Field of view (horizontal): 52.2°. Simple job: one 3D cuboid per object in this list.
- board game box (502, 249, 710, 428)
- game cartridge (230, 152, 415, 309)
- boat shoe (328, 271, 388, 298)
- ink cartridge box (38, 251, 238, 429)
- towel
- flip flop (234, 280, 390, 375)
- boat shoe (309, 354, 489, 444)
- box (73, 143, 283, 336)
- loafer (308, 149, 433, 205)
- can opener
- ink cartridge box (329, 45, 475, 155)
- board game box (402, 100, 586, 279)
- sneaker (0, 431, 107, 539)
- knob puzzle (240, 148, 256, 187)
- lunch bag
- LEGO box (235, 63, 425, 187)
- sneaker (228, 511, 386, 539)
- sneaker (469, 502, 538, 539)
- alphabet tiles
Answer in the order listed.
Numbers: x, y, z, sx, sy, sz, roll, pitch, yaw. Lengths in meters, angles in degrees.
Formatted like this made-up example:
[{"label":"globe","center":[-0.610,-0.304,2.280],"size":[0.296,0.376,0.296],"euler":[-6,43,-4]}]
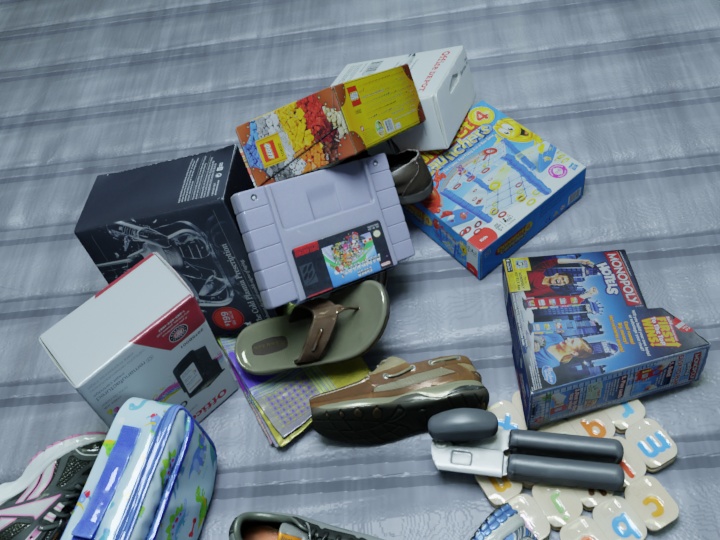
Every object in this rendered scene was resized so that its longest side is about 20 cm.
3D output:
[{"label":"board game box","center":[0.268,0.069,0.820],"size":[0.194,0.063,0.203],"euler":[-3,44,4]},{"label":"game cartridge","center":[-0.035,-0.046,0.818],"size":[0.197,0.038,0.132],"euler":[-20,89,-31]},{"label":"boat shoe","center":[0.000,0.000,0.923],"size":[0.073,0.074,0.204],"euler":[2,59,16]},{"label":"ink cartridge box","center":[-0.229,0.103,0.803],"size":[0.145,0.202,0.082],"euler":[-40,59,-20]},{"label":"towel","center":[-0.084,0.103,0.890],"size":[0.142,0.023,0.201],"euler":[-29,54,-12]},{"label":"flip flop","center":[-0.059,0.066,0.827],"size":[0.196,0.058,0.083],"euler":[-16,69,14]},{"label":"boat shoe","center":[0.041,0.138,0.815],"size":[0.195,0.077,0.075],"euler":[-6,45,-5]},{"label":"box","center":[-0.202,-0.022,0.877],"size":[0.178,0.202,0.106],"euler":[-10,42,11]},{"label":"loafer","center":[-0.008,-0.119,0.920],"size":[0.195,0.072,0.074],"euler":[-10,43,1]},{"label":"can opener","center":[0.165,0.179,0.741],"size":[0.195,0.068,0.054],"euler":[3,52,14]},{"label":"ink cartridge box","center":[0.049,-0.236,1.043],"size":[0.196,0.084,0.148],"euler":[0,41,32]},{"label":"board game box","center":[0.164,-0.117,0.992],"size":[0.199,0.056,0.195],"euler":[-37,56,-18]},{"label":"sneaker","center":[-0.339,0.256,0.796],"size":[0.197,0.081,0.087],"euler":[-32,65,-4]},{"label":"knob puzzle","center":[-0.196,-0.112,1.023],"size":[0.216,0.031,0.223],"euler":[-22,39,19]},{"label":"lunch bag","center":[-0.213,0.239,0.720],"size":[0.080,0.162,0.203],"euler":[5,53,14]},{"label":"LEGO box","center":[-0.030,-0.178,0.894],"size":[0.146,0.079,0.200],"euler":[-14,13,33]},{"label":"sneaker","center":[-0.040,0.280,0.711],"size":[0.195,0.080,0.075],"euler":[6,52,13]},{"label":"sneaker","center":[0.102,0.312,0.664],"size":[0.085,0.077,0.200],"euler":[38,72,20]},{"label":"alphabet tiles","center":[0.222,0.200,0.765],"size":[0.197,0.015,0.197],"euler":[-26,51,-10]}]
